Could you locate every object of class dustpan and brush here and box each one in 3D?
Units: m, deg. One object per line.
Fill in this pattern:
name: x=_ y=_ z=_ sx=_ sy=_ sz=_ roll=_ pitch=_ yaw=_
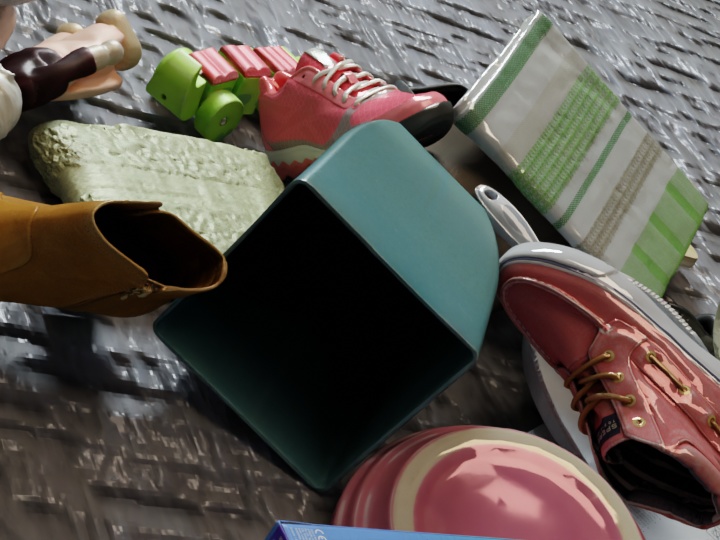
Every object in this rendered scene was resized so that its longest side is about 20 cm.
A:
dustpan and brush: x=0.137 y=0.027 z=1.102 sx=0.139 sy=0.057 sz=0.200 roll=-30 pitch=67 yaw=-34

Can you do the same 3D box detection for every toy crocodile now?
toy crocodile: x=-0.090 y=-0.143 z=1.268 sx=0.068 sy=0.062 sz=0.199 roll=45 pitch=31 yaw=22

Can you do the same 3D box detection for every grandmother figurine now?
grandmother figurine: x=-0.209 y=-0.124 z=1.093 sx=0.061 sy=0.120 sz=0.200 roll=63 pitch=25 yaw=-11

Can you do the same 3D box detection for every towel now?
towel: x=-0.113 y=-0.036 z=1.110 sx=0.199 sy=0.037 sz=0.149 roll=6 pitch=40 yaw=-41
towel: x=0.156 y=-0.073 z=1.191 sx=0.200 sy=0.031 sz=0.149 roll=48 pitch=46 yaw=-9

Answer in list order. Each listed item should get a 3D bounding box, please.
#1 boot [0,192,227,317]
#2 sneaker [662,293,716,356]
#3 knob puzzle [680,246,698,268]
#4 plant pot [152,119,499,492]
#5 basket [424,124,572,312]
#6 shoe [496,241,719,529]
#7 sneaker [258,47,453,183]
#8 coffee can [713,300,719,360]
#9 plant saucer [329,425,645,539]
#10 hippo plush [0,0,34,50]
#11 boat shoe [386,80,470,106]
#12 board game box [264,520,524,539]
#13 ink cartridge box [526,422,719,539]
boot: x=-0.182 y=-0.021 z=0.903 sx=0.200 sy=0.143 sz=0.072 roll=17 pitch=72 yaw=-35
sneaker: x=0.193 y=0.056 z=1.205 sx=0.076 sy=0.085 sz=0.199 roll=0 pitch=-3 yaw=44
knob puzzle: x=0.204 y=-0.045 z=1.429 sx=0.218 sy=0.031 sz=0.220 roll=29 pitch=12 yaw=-6
plant pot: x=0.000 y=0.000 z=1.027 sx=0.141 sy=0.141 sz=0.200 roll=45 pitch=29 yaw=-5
basket: x=0.093 y=-0.045 z=1.226 sx=0.199 sy=0.135 sz=0.182 roll=-26 pitch=99 yaw=-51
shoe: x=0.153 y=0.068 z=1.011 sx=0.199 sy=0.072 sz=0.091 roll=37 pitch=44 yaw=3
sneaker: x=-0.016 y=-0.113 z=1.169 sx=0.073 sy=0.199 sz=0.088 roll=-22 pitch=99 yaw=-35
coffee can: x=0.325 y=0.080 z=1.161 sx=0.147 sy=0.146 sz=0.200 roll=50 pitch=-3 yaw=29
plant saucer: x=0.081 y=0.162 z=0.932 sx=0.198 sy=0.051 sz=0.202 roll=12 pitch=46 yaw=-12
hippo plush: x=-0.301 y=-0.206 z=1.042 sx=0.199 sy=0.160 sz=0.161 roll=29 pitch=31 yaw=6
boat shoe: x=0.029 y=-0.122 z=1.349 sx=0.198 sy=0.066 sz=0.075 roll=-5 pitch=46 yaw=-48
board game box: x=0.058 y=0.191 z=0.776 sx=0.198 sy=0.045 sz=0.153 roll=11 pitch=35 yaw=-36
ink cartridge box: x=0.159 y=0.181 z=1.042 sx=0.200 sy=0.041 sz=0.199 roll=44 pitch=34 yaw=20
